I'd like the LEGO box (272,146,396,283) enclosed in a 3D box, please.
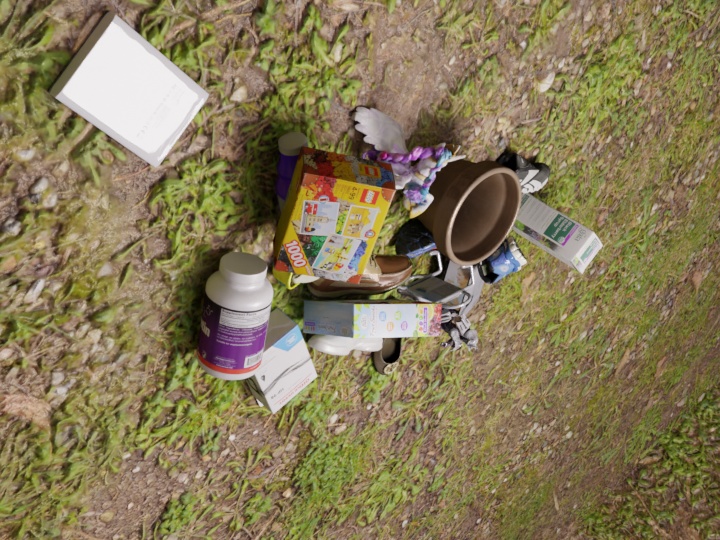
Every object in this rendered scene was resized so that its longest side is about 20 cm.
[{"bbox_3d":[-0.046,-0.086,1.530,0.148,0.077,0.200,9,130,-14],"label":"LEGO box"}]

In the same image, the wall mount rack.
[{"bbox_3d":[0.118,0.023,1.863,0.173,0.200,0.075,-23,114,-24],"label":"wall mount rack"}]

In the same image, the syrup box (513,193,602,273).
[{"bbox_3d":[0.417,-0.084,2.074,0.079,0.200,0.081,-53,143,0],"label":"syrup box"}]

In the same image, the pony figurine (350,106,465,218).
[{"bbox_3d":[0.059,-0.172,1.644,0.192,0.167,0.200,13,144,-17],"label":"pony figurine"}]

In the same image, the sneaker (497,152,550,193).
[{"bbox_3d":[0.331,-0.207,1.996,0.199,0.066,0.091,-20,134,-34],"label":"sneaker"}]

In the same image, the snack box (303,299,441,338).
[{"bbox_3d":[0.020,0.087,1.757,0.199,0.168,0.068,2,89,-34],"label":"snack box"}]

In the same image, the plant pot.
[{"bbox_3d":[0.173,-0.134,1.789,0.200,0.174,0.201,-29,137,-31],"label":"plant pot"}]

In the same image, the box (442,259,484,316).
[{"bbox_3d":[0.221,0.007,2.000,0.117,0.060,0.201,-44,155,-43],"label":"box"}]

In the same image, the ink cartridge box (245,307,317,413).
[{"bbox_3d":[-0.152,0.180,1.769,0.116,0.067,0.200,-39,141,-20],"label":"ink cartridge box"}]

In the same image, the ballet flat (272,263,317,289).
[{"bbox_3d":[-0.059,-0.028,1.676,0.199,0.067,0.067,-30,138,-10],"label":"ballet flat"}]

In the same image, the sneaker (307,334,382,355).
[{"bbox_3d":[-0.026,0.113,1.866,0.200,0.075,0.089,-3,108,-53],"label":"sneaker"}]

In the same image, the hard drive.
[{"bbox_3d":[-0.309,-0.241,1.303,0.132,0.025,0.200,-54,144,-1],"label":"hard drive"}]

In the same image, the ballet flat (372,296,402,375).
[{"bbox_3d":[0.066,0.145,1.997,0.067,0.046,0.201,-21,132,-35],"label":"ballet flat"}]

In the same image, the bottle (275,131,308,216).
[{"bbox_3d":[-0.098,-0.134,1.583,0.083,0.065,0.201,-26,136,-20],"label":"bottle"}]

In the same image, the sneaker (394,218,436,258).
[{"bbox_3d":[0.150,-0.067,1.904,0.200,0.075,0.079,-28,141,-29],"label":"sneaker"}]

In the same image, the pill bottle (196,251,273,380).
[{"bbox_3d":[-0.207,0.075,1.590,0.112,0.112,0.201,-14,127,-41],"label":"pill bottle"}]

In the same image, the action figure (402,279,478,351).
[{"bbox_3d":[0.167,0.105,1.948,0.069,0.200,0.130,-37,139,-21],"label":"action figure"}]

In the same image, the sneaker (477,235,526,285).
[{"bbox_3d":[0.269,-0.020,1.898,0.089,0.079,0.200,-28,173,2],"label":"sneaker"}]

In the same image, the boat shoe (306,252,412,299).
[{"bbox_3d":[0.000,0.000,1.745,0.199,0.076,0.074,-12,135,-17],"label":"boat shoe"}]
